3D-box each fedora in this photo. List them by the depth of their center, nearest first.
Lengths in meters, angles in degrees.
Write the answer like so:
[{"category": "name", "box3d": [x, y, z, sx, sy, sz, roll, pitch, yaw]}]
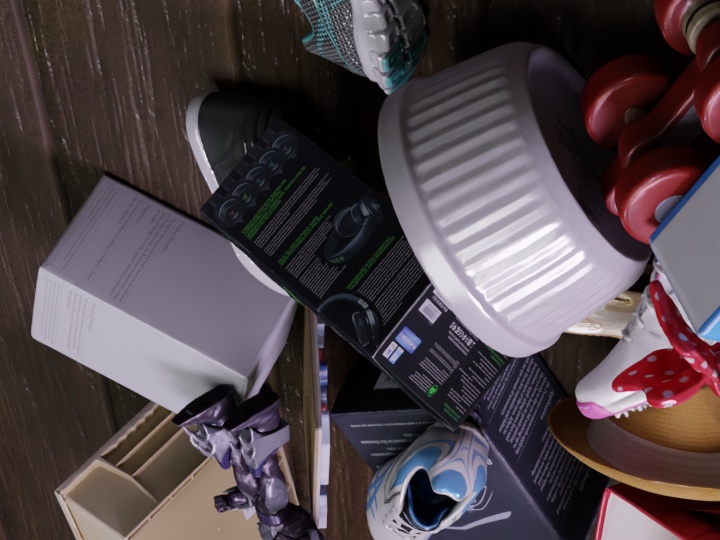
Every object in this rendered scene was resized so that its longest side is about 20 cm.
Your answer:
[{"category": "fedora", "box3d": [0.233, 0.100, 1.411, 0.199, 0.200, 0.083, 15, 107, 20]}]

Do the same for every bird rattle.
[{"category": "bird rattle", "box3d": [0.269, 0.069, 1.212, 0.162, 0.114, 0.199, 25, 180, 44]}]

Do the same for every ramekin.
[{"category": "ramekin", "box3d": [0.110, -0.054, 1.259, 0.104, 0.201, 0.200, -27, 119, 25]}]

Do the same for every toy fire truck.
[{"category": "toy fire truck", "box3d": [0.244, -0.092, 1.185, 0.167, 0.113, 0.201, 17, 128, -28]}]

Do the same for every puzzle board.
[{"category": "puzzle board", "box3d": [-0.037, 0.129, 1.640, 0.017, 0.152, 0.201, -2, 142, -4]}]

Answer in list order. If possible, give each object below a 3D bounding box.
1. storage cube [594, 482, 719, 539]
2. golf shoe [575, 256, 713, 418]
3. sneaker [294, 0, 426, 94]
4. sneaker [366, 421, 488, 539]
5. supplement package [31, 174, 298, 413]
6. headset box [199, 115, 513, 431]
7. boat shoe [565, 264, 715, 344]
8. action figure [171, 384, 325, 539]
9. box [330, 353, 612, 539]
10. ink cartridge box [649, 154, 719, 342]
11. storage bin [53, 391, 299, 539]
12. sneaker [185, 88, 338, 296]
[{"category": "storage cube", "box3d": [0.290, 0.251, 1.431, 0.170, 0.178, 0.202, 31, 123, 43]}, {"category": "golf shoe", "box3d": [0.220, 0.021, 1.316, 0.092, 0.199, 0.075, 52, -177, -10]}, {"category": "sneaker", "box3d": [-0.015, -0.204, 1.270, 0.090, 0.078, 0.201, 18, 142, 23]}, {"category": "sneaker", "box3d": [0.044, 0.185, 1.524, 0.071, 0.073, 0.200, 29, 147, -1]}, {"category": "supplement package", "box3d": [-0.165, 0.032, 1.629, 0.199, 0.117, 0.118, 27, 145, 5]}, {"category": "headset box", "box3d": [0.000, 0.000, 1.370, 0.200, 0.093, 0.174, 39, 177, 30]}, {"category": "boat shoe", "box3d": [0.184, 0.009, 1.397, 0.198, 0.074, 0.070, 14, 116, 11]}, {"category": "action figure", "box3d": [-0.080, 0.188, 1.591, 0.129, 0.069, 0.201, 16, 137, 46]}, {"category": "box", "box3d": [0.096, 0.144, 1.589, 0.147, 0.105, 0.201, -6, 132, 40]}, {"category": "ink cartridge box", "box3d": [0.297, -0.020, 1.144, 0.198, 0.085, 0.146, 13, 128, -36]}, {"category": "storage bin", "box3d": [-0.163, 0.222, 1.798, 0.093, 0.198, 0.201, 29, 149, 32]}, {"category": "sneaker", "box3d": [-0.055, -0.054, 1.481, 0.098, 0.071, 0.201, 4, 134, 39]}]
